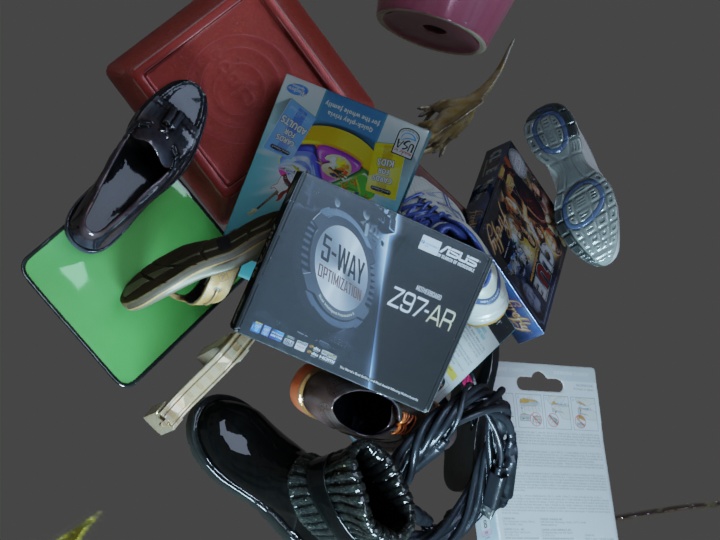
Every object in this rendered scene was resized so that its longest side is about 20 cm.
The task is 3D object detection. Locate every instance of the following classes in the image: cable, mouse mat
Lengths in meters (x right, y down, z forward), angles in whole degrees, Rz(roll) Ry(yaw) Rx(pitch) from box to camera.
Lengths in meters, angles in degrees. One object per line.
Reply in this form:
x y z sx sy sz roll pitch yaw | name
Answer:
0.084 0.192 1.646 0.163 0.200 0.051 -17 42 -24 | cable
-0.216 -0.002 1.635 0.161 0.008 0.200 51 57 -9 | mouse mat

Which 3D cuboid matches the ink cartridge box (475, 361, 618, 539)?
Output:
0.192 0.204 1.806 0.162 0.057 0.201 6 64 -30 | ink cartridge box

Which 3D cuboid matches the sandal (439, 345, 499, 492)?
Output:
0.105 0.130 1.753 0.045 0.075 0.201 15 71 -25 | sandal

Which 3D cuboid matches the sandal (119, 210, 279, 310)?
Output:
-0.134 0.000 1.589 0.200 0.080 0.054 -23 109 3 | sandal

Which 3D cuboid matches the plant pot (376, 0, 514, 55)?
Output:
0.103 -0.343 1.837 0.200 0.200 0.180 22 80 -25 | plant pot

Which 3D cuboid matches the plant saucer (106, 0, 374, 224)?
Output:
-0.118 -0.180 1.669 0.200 0.037 0.200 -37 97 -1 | plant saucer

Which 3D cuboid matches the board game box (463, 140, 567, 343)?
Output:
0.166 -0.033 1.803 0.136 0.035 0.200 54 31 -21 | board game box

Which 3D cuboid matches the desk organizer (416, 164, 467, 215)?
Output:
0.022 -0.082 1.768 0.200 0.072 0.077 43 55 -14 | desk organizer

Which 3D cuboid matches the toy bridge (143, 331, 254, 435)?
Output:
-0.134 0.080 1.624 0.027 0.067 0.200 46 57 -12 | toy bridge

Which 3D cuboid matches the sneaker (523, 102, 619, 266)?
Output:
0.251 -0.093 1.886 0.087 0.074 0.200 32 38 -60 | sneaker

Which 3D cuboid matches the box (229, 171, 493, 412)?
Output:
0.002 0.020 1.547 0.200 0.044 0.161 25 89 -11 | box

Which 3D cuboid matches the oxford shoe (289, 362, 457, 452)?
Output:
0.025 0.146 1.619 0.200 0.072 0.071 19 95 -36 | oxford shoe

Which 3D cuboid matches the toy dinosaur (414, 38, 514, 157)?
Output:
0.104 -0.169 1.826 0.200 0.101 0.058 -43 99 -34 | toy dinosaur

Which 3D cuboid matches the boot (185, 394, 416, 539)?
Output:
-0.054 0.185 1.585 0.211 0.158 0.080 44 58 -14 | boot

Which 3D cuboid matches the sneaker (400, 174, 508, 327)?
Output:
0.080 -0.039 1.655 0.075 0.088 0.200 -37 66 -9 | sneaker

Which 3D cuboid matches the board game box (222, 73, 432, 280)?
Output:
-0.037 -0.070 1.630 0.151 0.047 0.200 22 93 5 | board game box

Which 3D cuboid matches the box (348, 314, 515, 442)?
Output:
0.059 0.091 1.697 0.200 0.049 0.082 -42 122 -13 | box

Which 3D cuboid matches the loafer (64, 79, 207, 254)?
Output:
-0.207 -0.101 1.599 0.072 0.063 0.200 37 77 -9 | loafer
